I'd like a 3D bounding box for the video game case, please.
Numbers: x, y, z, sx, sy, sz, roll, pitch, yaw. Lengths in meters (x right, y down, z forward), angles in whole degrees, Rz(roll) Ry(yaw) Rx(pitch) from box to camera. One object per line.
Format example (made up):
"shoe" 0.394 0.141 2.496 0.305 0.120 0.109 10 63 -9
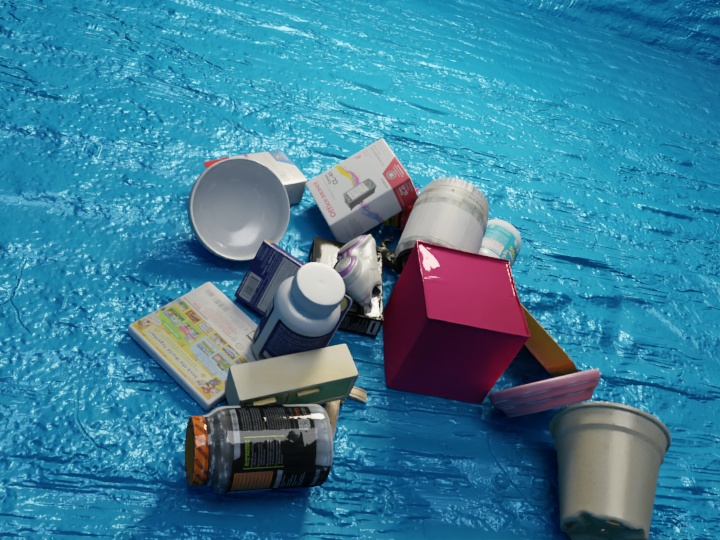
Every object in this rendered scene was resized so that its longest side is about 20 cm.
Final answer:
"video game case" -0.261 0.122 1.178 0.200 0.023 0.182 40 43 16

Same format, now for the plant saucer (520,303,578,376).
"plant saucer" 0.341 0.132 1.363 0.200 0.048 0.200 52 7 26

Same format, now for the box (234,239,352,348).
"box" -0.119 0.048 1.249 0.200 0.122 0.032 33 12 12

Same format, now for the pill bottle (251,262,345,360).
"pill bottle" -0.099 0.078 1.131 0.110 0.200 0.111 15 48 -18

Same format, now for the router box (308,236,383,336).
"router box" -0.031 0.028 1.360 0.148 0.051 0.201 13 42 -10

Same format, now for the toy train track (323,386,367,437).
"toy train track" -0.045 0.223 1.163 0.114 0.033 0.201 18 42 -6

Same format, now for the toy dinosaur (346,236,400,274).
"toy dinosaur" 0.066 -0.036 1.481 0.199 0.048 0.088 30 48 12

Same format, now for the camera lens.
"camera lens" 0.167 -0.067 1.404 0.159 0.160 0.201 23 59 0

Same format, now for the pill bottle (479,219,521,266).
"pill bottle" 0.276 -0.021 1.510 0.110 0.111 0.200 31 42 8

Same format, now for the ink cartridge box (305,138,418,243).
"ink cartridge box" 0.003 -0.170 1.482 0.199 0.086 0.148 -30 54 -1

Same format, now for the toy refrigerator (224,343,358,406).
"toy refrigerator" -0.109 0.182 1.105 0.199 0.076 0.070 -7 53 -25

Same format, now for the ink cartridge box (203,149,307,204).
"ink cartridge box" -0.230 -0.190 1.485 0.199 0.067 0.116 -16 54 -36

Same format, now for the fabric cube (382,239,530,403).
"fabric cube" 0.164 0.095 1.269 0.195 0.200 0.201 11 42 -13

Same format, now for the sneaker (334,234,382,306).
"sneaker" 0.000 0.000 1.322 0.100 0.075 0.200 53 24 -16

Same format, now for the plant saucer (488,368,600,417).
"plant saucer" 0.332 0.222 1.234 0.200 0.200 0.051 -5 76 -29

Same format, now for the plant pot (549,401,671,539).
"plant pot" 0.406 0.350 1.138 0.199 0.201 0.184 22 51 -2

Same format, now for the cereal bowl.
"cereal bowl" -0.244 -0.117 1.348 0.199 0.083 0.201 0 89 -27

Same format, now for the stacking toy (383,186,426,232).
"stacking toy" 0.051 -0.147 1.562 0.199 0.117 0.110 13 17 13

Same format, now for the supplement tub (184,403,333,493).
"supplement tub" -0.150 0.259 1.008 0.199 0.123 0.123 4 45 -22
